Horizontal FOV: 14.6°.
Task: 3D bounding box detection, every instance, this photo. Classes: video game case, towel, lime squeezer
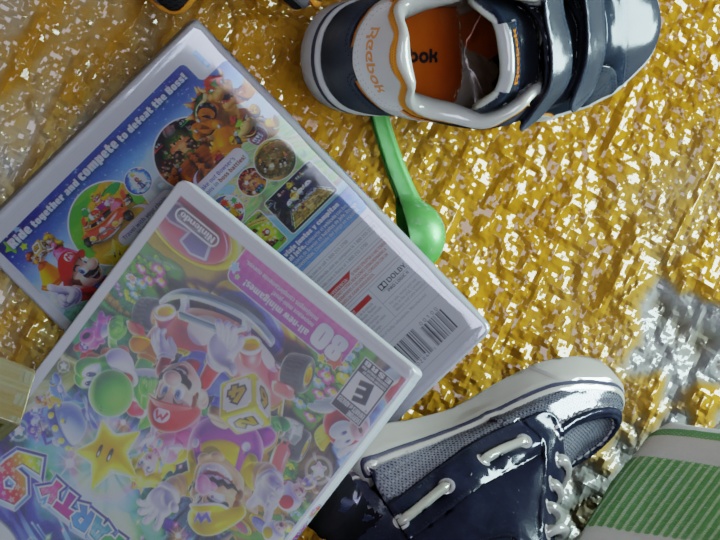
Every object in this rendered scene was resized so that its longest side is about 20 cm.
[{"bbox_3d":[-0.058,0.005,1.302,0.143,0.018,0.200,-43,103,4],"label":"video game case"},{"bbox_3d":[-0.086,0.081,1.252,0.143,0.018,0.200,39,94,17],"label":"video game case"},{"bbox_3d":[0.160,0.149,1.266,0.200,0.152,0.023,-58,142,-38],"label":"towel"},{"bbox_3d":[0.000,0.000,1.344,0.070,0.038,0.201,21,87,-22],"label":"lime squeezer"}]

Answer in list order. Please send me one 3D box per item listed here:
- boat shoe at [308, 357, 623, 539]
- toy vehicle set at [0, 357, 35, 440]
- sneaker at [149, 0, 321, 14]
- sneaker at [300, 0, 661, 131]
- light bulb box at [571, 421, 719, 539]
[{"bbox_3d":[0.070,0.108,1.308,0.199,0.075,0.093,-18,55,-39],"label":"boat shoe"},{"bbox_3d":[-0.252,0.037,1.206,0.199,0.124,0.027,22,64,-20],"label":"toy vehicle set"},{"bbox_3d":[-0.017,-0.162,1.318,0.199,0.078,0.078,-2,115,-21],"label":"sneaker"},{"bbox_3d":[0.076,-0.105,1.331,0.199,0.079,0.079,-13,101,-31],"label":"sneaker"},{"bbox_3d":[0.183,0.203,1.309,0.198,0.200,0.125,-35,131,-22],"label":"light bulb box"}]
